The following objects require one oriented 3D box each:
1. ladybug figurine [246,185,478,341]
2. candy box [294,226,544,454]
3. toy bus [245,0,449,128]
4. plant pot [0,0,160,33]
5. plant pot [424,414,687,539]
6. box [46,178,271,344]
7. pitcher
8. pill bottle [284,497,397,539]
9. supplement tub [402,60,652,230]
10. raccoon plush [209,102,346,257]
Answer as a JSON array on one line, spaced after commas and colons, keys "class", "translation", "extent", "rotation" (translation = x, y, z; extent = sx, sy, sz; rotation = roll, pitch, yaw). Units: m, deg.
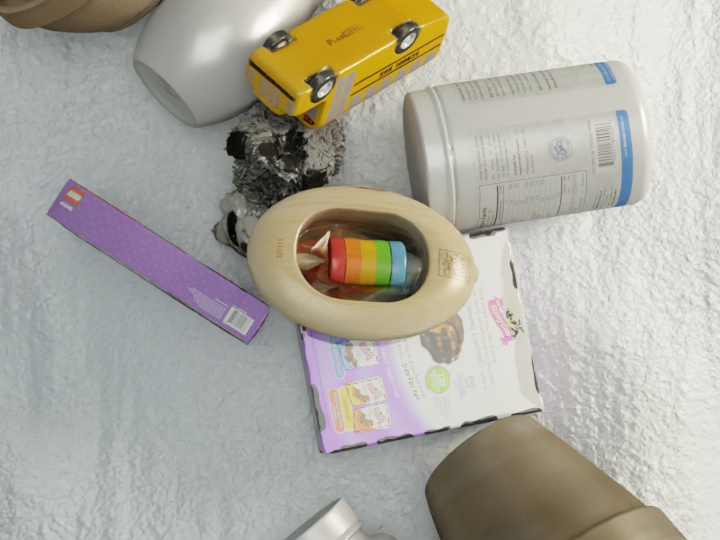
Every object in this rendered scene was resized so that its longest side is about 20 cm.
[{"class": "ladybug figurine", "translation": [0.000, 0.000, 1.472], "extent": [0.200, 0.072, 0.136], "rotation": [8, 67, -12]}, {"class": "candy box", "translation": [0.047, 0.062, 1.552], "extent": [0.200, 0.072, 0.168], "rotation": [-10, 86, -5]}, {"class": "toy bus", "translation": [-0.012, -0.186, 1.517], "extent": [0.065, 0.078, 0.200], "rotation": [42, 52, 18]}, {"class": "plant pot", "translation": [-0.222, -0.272, 1.521], "extent": [0.201, 0.201, 0.093], "rotation": [-50, 124, -7]}, {"class": "plant pot", "translation": [0.148, 0.226, 1.494], "extent": [0.200, 0.200, 0.174], "rotation": [-35, 64, -6]}, {"class": "box", "translation": [-0.170, -0.005, 1.506], "extent": [0.200, 0.137, 0.039], "rotation": [33, 85, -2]}, {"class": "pitcher", "translation": [-0.120, -0.236, 1.550], "extent": [0.172, 0.121, 0.200], "rotation": [38, 75, 23]}, {"class": "pill bottle", "translation": [0.015, 0.298, 1.510], "extent": [0.111, 0.111, 0.200], "rotation": [-39, 90, -7]}, {"class": "supplement tub", "translation": [0.146, -0.109, 1.544], "extent": [0.200, 0.132, 0.132], "rotation": [-8, 86, -5]}, {"class": "raccoon plush", "translation": [-0.054, -0.091, 1.569], "extent": [0.097, 0.134, 0.200], "rotation": [36, 51, 14]}]
